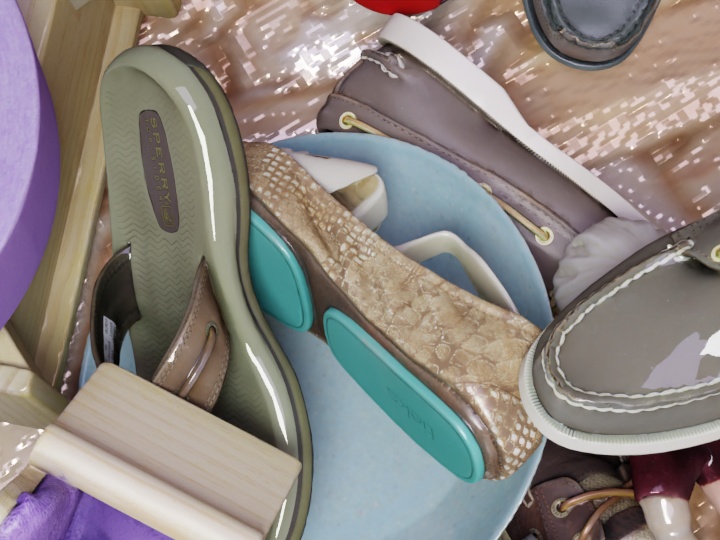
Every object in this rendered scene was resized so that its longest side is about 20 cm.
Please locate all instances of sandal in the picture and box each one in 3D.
[{"bbox_3d":[-0.072,0.021,0.707,0.057,0.080,0.201,-21,102,-46],"label":"sandal"}]

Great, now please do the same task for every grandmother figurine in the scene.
[{"bbox_3d":[0.141,0.066,0.731,0.200,0.061,0.121,53,48,-4],"label":"grandmother figurine"}]

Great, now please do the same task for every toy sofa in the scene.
[{"bbox_3d":[-0.142,-0.042,0.767,0.097,0.083,0.200,8,76,10],"label":"toy sofa"},{"bbox_3d":[-0.101,0.142,0.680,0.083,0.098,0.200,27,119,2],"label":"toy sofa"}]

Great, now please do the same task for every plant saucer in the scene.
[{"bbox_3d":[-0.015,0.047,0.764,0.201,0.039,0.201,-6,72,20],"label":"plant saucer"}]

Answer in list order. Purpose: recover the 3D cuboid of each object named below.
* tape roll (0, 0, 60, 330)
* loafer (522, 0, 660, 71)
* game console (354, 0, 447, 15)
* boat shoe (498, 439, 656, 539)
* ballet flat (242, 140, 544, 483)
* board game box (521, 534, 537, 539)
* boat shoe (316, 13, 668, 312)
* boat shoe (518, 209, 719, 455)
[{"bbox_3d":[-0.207,-0.043,0.677,0.200,0.066,0.201,1,77,-3],"label":"tape roll"},{"bbox_3d":[0.111,-0.187,0.830,0.072,0.063,0.200,13,77,-2],"label":"loafer"},{"bbox_3d":[0.032,-0.222,0.824,0.177,0.031,0.200,-31,72,1],"label":"game console"},{"bbox_3d":[0.098,0.106,0.751,0.072,0.072,0.200,-11,76,-30],"label":"boat shoe"},{"bbox_3d":[0.000,0.000,0.725,0.065,0.071,0.200,-38,63,-23],"label":"ballet flat"},{"bbox_3d":[0.027,0.216,0.706,0.200,0.064,0.148,-40,83,11],"label":"board game box"},{"bbox_3d":[0.071,-0.019,0.790,0.200,0.072,0.060,41,88,5],"label":"boat shoe"},{"bbox_3d":[0.147,0.002,0.657,0.201,0.060,0.072,-21,68,-10],"label":"boat shoe"}]
